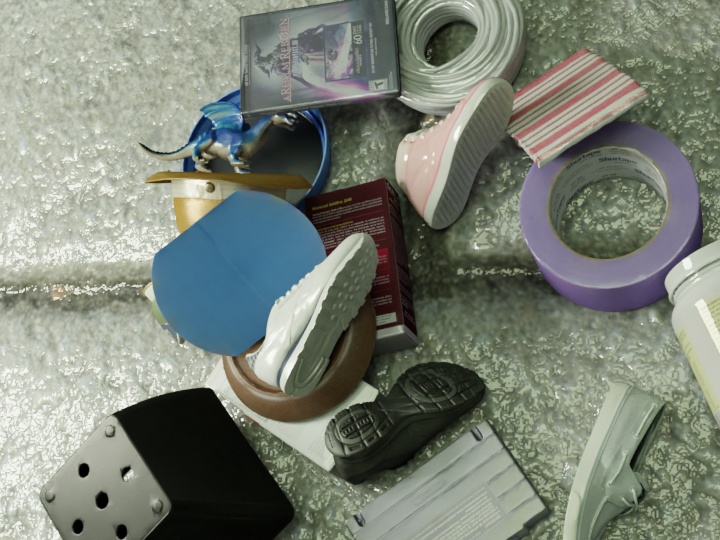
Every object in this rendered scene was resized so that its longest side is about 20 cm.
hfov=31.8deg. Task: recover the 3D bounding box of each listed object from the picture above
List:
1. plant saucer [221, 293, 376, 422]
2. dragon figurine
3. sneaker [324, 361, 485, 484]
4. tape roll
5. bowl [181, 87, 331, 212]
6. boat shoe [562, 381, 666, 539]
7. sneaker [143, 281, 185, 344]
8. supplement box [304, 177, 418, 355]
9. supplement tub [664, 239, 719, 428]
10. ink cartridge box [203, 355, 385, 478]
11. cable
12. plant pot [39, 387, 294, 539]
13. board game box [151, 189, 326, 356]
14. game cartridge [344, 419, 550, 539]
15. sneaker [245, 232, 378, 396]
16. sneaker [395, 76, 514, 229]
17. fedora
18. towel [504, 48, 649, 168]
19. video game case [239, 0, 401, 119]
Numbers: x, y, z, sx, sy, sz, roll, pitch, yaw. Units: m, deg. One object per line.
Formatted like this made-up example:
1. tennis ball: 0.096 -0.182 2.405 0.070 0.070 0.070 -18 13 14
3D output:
1. plant saucer: -0.080 0.073 1.465 0.199 0.034 0.202 -8 69 21
2. dragon figurine: -0.172 -0.172 1.589 0.198 0.059 0.100 4 70 15
3. sneaker: 0.051 0.172 1.427 0.199 0.091 0.076 -23 46 -15
4. tape roll: 0.284 -0.061 1.428 0.198 0.085 0.201 -6 68 16
5. bowl: -0.131 -0.143 1.620 0.199 0.039 0.202 -6 68 16
6. boat shoe: 0.271 0.218 1.336 0.071 0.070 0.202 15 73 26
7. sneaker: -0.163 0.022 1.562 0.199 0.067 0.090 -25 80 3
8. supplement box: 0.000 0.000 1.511 0.108 0.061 0.201 -13 68 16
9. supplement tub: 0.410 0.076 1.302 0.144 0.145 0.201 -23 65 9
10. ink cartridge box: -0.076 0.145 1.490 0.199 0.050 0.109 30 83 26
11. cable: 0.109 -0.287 1.579 0.198 0.069 0.201 -3 71 17
12. plant pot: -0.233 0.258 1.407 0.200 0.177 0.200 -46 62 14
13. board game box: -0.139 -0.003 1.440 0.200 0.158 0.039 -38 22 6
14. game cartridge: 0.096 0.274 1.395 0.199 0.038 0.130 -36 68 3
15. sneaker: -0.055 0.038 1.410 0.080 0.076 0.201 28 83 37
16. sneaker: 0.101 -0.158 1.493 0.105 0.075 0.201 49 129 35
17. fedora: -0.156 -0.076 1.490 0.199 0.200 0.082 3 95 19
18. towel: 0.238 -0.188 1.460 0.146 0.030 0.200 -33 25 4
19. video game case: -0.052 -0.265 1.559 0.198 0.019 0.144 -7 66 8
